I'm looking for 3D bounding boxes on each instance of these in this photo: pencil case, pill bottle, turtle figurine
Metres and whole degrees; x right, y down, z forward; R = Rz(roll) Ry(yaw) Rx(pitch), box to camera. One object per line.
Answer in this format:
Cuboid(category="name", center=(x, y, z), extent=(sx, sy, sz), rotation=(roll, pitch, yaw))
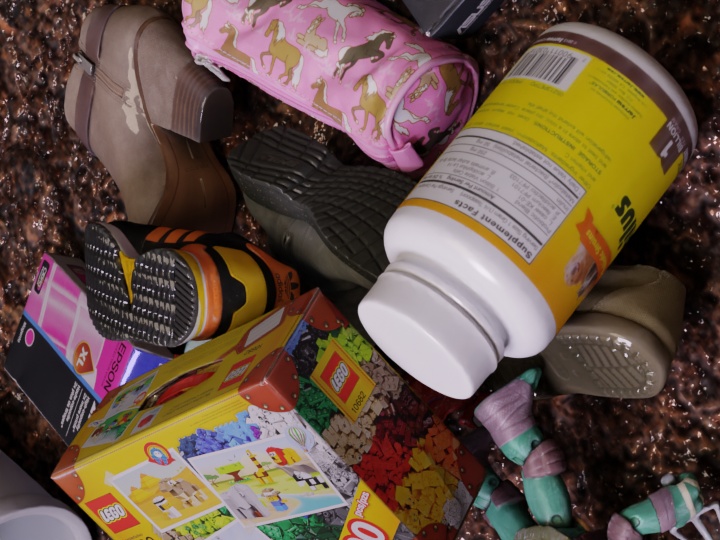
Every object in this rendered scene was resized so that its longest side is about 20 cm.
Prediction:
Cuboid(category="pencil case", center=(-0.020, -0.132, 1.317), extent=(0.200, 0.083, 0.087), rotation=(30, 112, 33))
Cuboid(category="pill bottle", center=(0.088, -0.031, 1.156), extent=(0.109, 0.109, 0.200), rotation=(26, 68, 35))
Cuboid(category="turtle figurine", center=(0.127, 0.161, 1.199), extent=(0.200, 0.100, 0.150), rotation=(53, 125, 15))

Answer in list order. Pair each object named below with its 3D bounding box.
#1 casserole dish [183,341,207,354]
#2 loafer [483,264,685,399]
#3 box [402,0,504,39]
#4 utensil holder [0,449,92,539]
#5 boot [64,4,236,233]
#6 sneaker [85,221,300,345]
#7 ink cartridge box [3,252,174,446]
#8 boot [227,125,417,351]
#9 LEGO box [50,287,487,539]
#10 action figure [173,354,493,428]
Cuboid(category="casserole dish", center=(-0.038, 0.115, 1.347), extent=(0.121, 0.039, 0.201), rotation=(-34, 86, 15))
Cuboid(category="loafer", center=(0.115, 0.030, 1.230), extent=(0.200, 0.067, 0.076), rotation=(9, 139, 51))
Cuboid(category="box", center=(0.050, -0.263, 1.269), extent=(0.161, 0.049, 0.201), rotation=(-44, 66, 30))
Cuboid(category="utensil holder", center=(-0.318, 0.186, 1.541), extent=(0.200, 0.169, 0.171), rotation=(36, 116, 33))
Cuboid(category="boot", center=(-0.150, -0.078, 1.449), extent=(0.146, 0.070, 0.201), rotation=(31, 113, 41))
Cuboid(category="sneaker", center=(-0.106, 0.008, 1.316), extent=(0.200, 0.090, 0.070), rotation=(-166, 74, -64))
Cuboid(category="ink cartridge box", center=(-0.180, 0.072, 1.462), extent=(0.200, 0.037, 0.095), rotation=(39, 112, 47))
Cuboid(category="boot", center=(0.000, 0.000, 1.298), extent=(0.200, 0.068, 0.131), rotation=(34, 150, 45))
Cuboid(category="LEGO box", center=(-0.053, 0.114, 1.205), extent=(0.149, 0.077, 0.200), rotation=(47, 136, -17))
Cuboid(category="action figure", center=(-0.013, 0.103, 1.280), extent=(0.199, 0.065, 0.100), rotation=(0, 71, 3))
